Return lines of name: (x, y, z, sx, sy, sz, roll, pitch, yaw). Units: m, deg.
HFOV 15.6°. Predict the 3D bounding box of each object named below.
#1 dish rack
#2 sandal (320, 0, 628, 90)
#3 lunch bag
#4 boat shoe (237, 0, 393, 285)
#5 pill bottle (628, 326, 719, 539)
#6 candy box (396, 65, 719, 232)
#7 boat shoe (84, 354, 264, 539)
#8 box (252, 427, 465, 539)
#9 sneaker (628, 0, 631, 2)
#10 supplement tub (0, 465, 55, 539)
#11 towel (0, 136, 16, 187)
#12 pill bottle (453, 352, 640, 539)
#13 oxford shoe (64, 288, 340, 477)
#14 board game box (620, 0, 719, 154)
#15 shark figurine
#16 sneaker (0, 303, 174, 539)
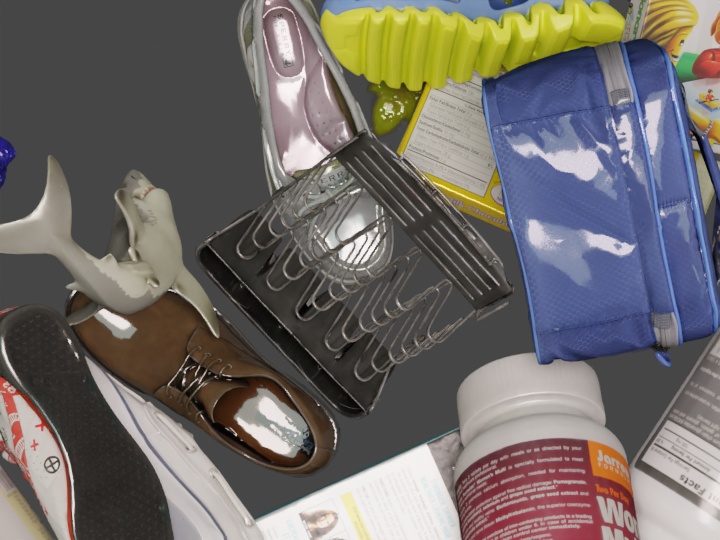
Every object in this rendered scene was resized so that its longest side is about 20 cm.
dish rack: (0.000, 0.000, 1.616, 0.153, 0.200, 0.055, 46, 57, -8)
sandal: (0.068, -0.168, 1.672, 0.200, 0.080, 0.087, -3, 61, -20)
lunch bag: (0.156, -0.036, 1.584, 0.132, 0.136, 0.200, -13, 100, 6)
boat shoe: (-0.030, -0.087, 1.679, 0.074, 0.065, 0.202, -15, 92, -1)
pill bottle: (0.237, 0.126, 1.656, 0.116, 0.116, 0.200, 33, 88, 0)
candy box: (0.126, -0.064, 1.688, 0.200, 0.026, 0.102, 24, 62, 0)
boat shoe: (-0.134, 0.124, 1.660, 0.200, 0.065, 0.074, 52, 129, 26)
box: (-0.011, 0.177, 1.680, 0.200, 0.049, 0.082, -24, 89, -2)
sneaker: (0.164, -0.250, 1.691, 0.091, 0.076, 0.200, -44, 94, -12)
supplement tub: (-0.241, 0.220, 1.626, 0.145, 0.145, 0.200, -36, 89, -2)
towel: (-0.340, -0.068, 1.680, 0.200, 0.050, 0.148, 30, 88, 0)
pill bottle: (0.114, 0.157, 1.594, 0.109, 0.110, 0.200, -5, 57, -2)
oxford shoe: (-0.101, 0.063, 1.665, 0.200, 0.084, 0.073, 30, 92, 2)
board game box: (0.264, -0.133, 1.669, 0.200, 0.035, 0.126, 8, 105, -14)
shark figurine: (-0.165, 0.005, 1.607, 0.089, 0.214, 0.128, -29, 84, 16)
sneaker: (-0.182, 0.117, 1.620, 0.067, 0.108, 0.202, -26, 95, -24)
